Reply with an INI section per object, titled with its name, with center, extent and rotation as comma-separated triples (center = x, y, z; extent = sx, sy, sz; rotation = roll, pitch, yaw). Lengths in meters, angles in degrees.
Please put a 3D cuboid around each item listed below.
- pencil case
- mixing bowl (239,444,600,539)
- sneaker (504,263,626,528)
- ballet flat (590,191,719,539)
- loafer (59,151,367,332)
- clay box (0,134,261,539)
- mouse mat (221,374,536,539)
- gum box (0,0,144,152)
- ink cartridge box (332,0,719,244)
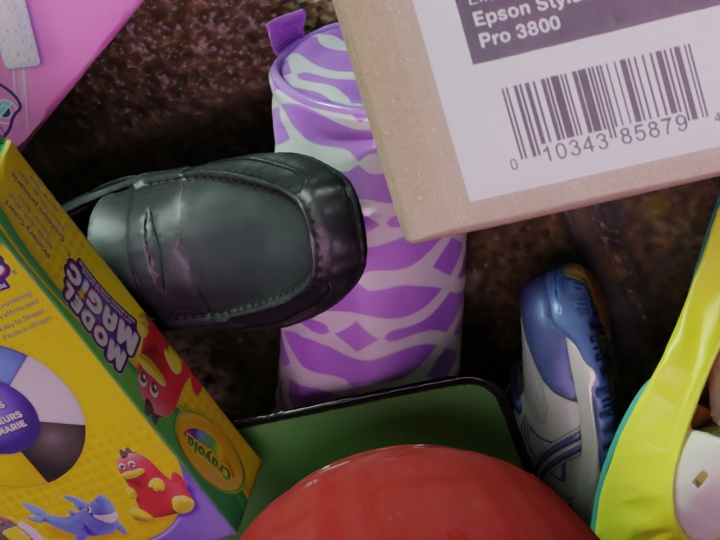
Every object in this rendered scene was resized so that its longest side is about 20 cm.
[pencil case]
center = 0.000, 0.000, 1.040
extent = 0.085, 0.084, 0.201
rotation = 29, 127, 37
[mixing bowl]
center = 0.020, 0.138, 0.981
extent = 0.199, 0.109, 0.201
rotation = -8, 143, -6
[sneaker]
center = 0.069, 0.090, 1.078
extent = 0.088, 0.075, 0.201
rotation = 0, 118, 10
[ballet flat]
center = 0.148, 0.045, 1.003
extent = 0.067, 0.067, 0.201
rotation = 14, 99, -42
[loafer]
center = -0.072, -0.005, 0.998
extent = 0.200, 0.070, 0.068
rotation = -6, 96, 53
[clay box]
center = -0.140, 0.033, 0.982
extent = 0.115, 0.048, 0.200
rotation = -21, 122, 29
[mouse mat]
center = 0.009, 0.130, 1.066
extent = 0.160, 0.008, 0.201
rotation = -12, 124, 15
[gum box]
center = -0.174, -0.151, 0.988
extent = 0.200, 0.066, 0.114
rotation = 38, 118, -12
[ink cartridge box]
center = 0.090, -0.112, 0.818
extent = 0.199, 0.075, 0.166
rotation = -13, 105, 18
